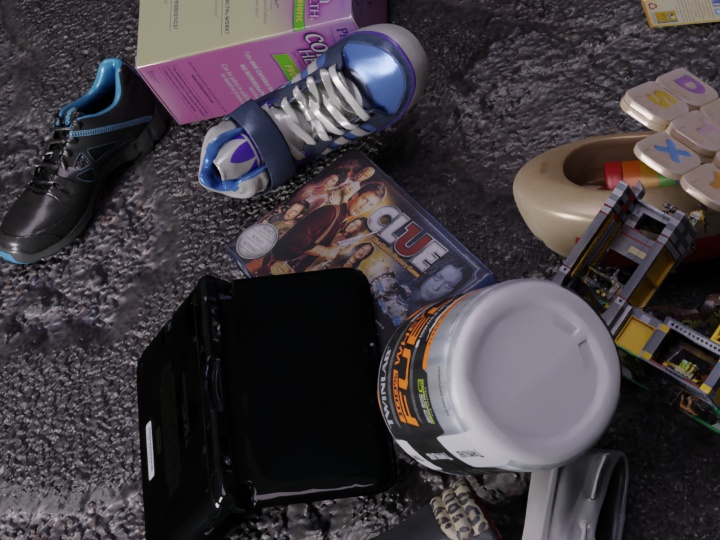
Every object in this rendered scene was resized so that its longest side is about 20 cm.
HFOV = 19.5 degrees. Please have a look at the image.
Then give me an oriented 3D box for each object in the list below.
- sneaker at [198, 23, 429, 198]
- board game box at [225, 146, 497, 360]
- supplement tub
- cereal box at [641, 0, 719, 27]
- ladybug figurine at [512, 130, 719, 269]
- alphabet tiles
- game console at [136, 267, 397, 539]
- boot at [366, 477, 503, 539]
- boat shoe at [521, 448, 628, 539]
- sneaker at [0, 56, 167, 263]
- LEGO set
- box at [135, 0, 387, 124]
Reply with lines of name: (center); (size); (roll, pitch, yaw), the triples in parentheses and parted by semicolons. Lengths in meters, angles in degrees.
sneaker: (-0.047, -0.113, 1.655); (0.199, 0.081, 0.146); (-21, 16, 50)
board game box: (0.000, 0.000, 1.619); (0.135, 0.035, 0.200); (-37, 46, -9)
supplement tub: (0.084, 0.075, 1.398); (0.123, 0.123, 0.200); (-45, 6, -17)
cereal box: (0.334, -0.267, 1.692); (0.198, 0.040, 0.145); (-1, 51, 24)
ladybug figurine: (0.211, -0.048, 1.519); (0.198, 0.073, 0.136); (-2, 29, 10)
alphabet tiles: (0.280, -0.077, 1.467); (0.199, 0.015, 0.195); (37, 33, 21)
game console: (-0.075, 0.111, 1.540); (0.176, 0.116, 0.201); (-48, 37, 38)
boot: (0.039, 0.236, 1.361); (0.153, 0.074, 0.204); (-31, 42, 4)
boat shoe: (0.146, 0.199, 1.360); (0.068, 0.072, 0.201); (-10, 38, 20)
sneaker: (-0.251, -0.095, 1.787); (0.073, 0.082, 0.201); (19, 63, 34)
LEGO set: (0.226, 0.026, 1.407); (0.199, 0.154, 0.116); (30, 81, 45)
box: (-0.083, -0.241, 1.804); (0.198, 0.097, 0.177); (-11, 59, 17)
